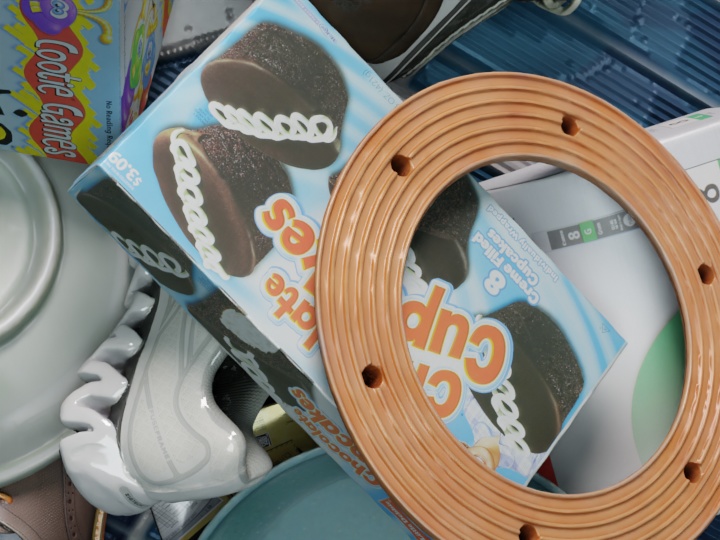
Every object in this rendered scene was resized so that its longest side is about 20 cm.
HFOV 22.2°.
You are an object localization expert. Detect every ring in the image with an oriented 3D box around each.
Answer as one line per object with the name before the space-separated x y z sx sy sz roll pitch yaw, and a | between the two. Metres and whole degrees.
ring | 0.069 0.021 0.698 0.200 0.019 0.201 9 70 -27

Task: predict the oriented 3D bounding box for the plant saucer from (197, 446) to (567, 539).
plant saucer | 0.020 0.156 0.775 0.200 0.036 0.200 1 107 5

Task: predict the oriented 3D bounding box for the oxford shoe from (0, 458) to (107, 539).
oxford shoe | -0.140 0.081 0.768 0.071 0.073 0.200 -5 88 15

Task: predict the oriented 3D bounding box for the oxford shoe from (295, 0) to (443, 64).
oxford shoe | -0.048 -0.155 0.734 0.200 0.073 0.084 45 126 21

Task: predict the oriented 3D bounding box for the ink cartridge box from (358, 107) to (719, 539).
ink cartridge box | 0.089 0.036 0.772 0.200 0.050 0.161 -18 100 -10

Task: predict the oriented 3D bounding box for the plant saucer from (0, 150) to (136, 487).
plant saucer | -0.176 -0.010 0.732 0.200 0.050 0.200 5 71 -14

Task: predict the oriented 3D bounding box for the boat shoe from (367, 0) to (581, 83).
boat shoe | 0.077 -0.140 0.766 0.200 0.071 0.064 -43 110 8

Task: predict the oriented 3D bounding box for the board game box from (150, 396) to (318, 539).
board game box | 0.014 0.106 0.817 0.200 0.035 0.136 -18 100 -2

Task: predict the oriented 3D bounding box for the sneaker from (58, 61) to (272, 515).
sneaker | -0.055 0.003 0.741 0.081 0.075 0.200 -5 63 31

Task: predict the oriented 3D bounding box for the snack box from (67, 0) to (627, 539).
snack box | 0.000 0.000 0.699 0.200 0.037 0.116 46 59 -10

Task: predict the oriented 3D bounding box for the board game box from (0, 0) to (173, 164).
board game box | -0.178 -0.123 0.700 0.200 0.103 0.105 9 142 1
